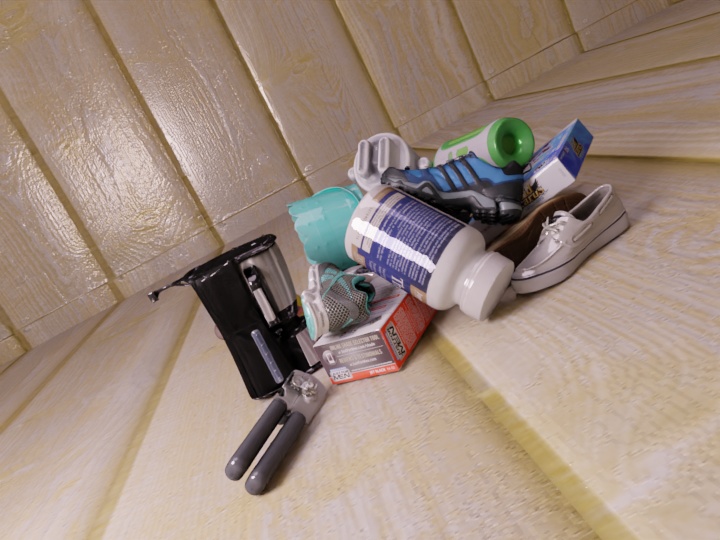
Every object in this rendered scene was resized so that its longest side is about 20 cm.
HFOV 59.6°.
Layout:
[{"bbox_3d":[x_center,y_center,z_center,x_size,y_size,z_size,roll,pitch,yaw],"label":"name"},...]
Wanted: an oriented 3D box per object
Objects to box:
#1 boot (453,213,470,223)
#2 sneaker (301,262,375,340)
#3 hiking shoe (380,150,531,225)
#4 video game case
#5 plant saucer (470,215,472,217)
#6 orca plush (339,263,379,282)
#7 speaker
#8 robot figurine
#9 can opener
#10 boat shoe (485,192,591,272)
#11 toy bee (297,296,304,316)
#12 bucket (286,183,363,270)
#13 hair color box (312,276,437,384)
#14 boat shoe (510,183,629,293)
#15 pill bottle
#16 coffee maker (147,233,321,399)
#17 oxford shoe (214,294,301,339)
[{"bbox_3d":[0.105,-0.067,1.005,0.189,0.068,0.200,-50,2,-30],"label":"boot"},{"bbox_3d":[-0.024,0.034,0.840,0.090,0.079,0.200,-12,18,3],"label":"sneaker"},{"bbox_3d":[0.127,-0.121,0.862,0.197,0.088,0.074,13,-12,7],"label":"hiking shoe"},{"bbox_3d":[0.254,-0.132,0.950,0.181,0.046,0.200,-41,4,37],"label":"video game case"},{"bbox_3d":[0.210,-0.060,1.039,0.198,0.032,0.200,-26,13,7],"label":"plant saucer"},{"bbox_3d":[0.000,0.000,1.004,0.199,0.105,0.072,-35,35,37],"label":"orca plush"},{"bbox_3d":[0.195,-0.188,1.025,0.088,0.089,0.200,-32,10,-18],"label":"speaker"},{"bbox_3d":[0.060,-0.178,1.157,0.167,0.115,0.200,1,-10,26],"label":"robot figurine"},{"bbox_3d":[-0.094,0.184,0.732,0.067,0.052,0.200,-59,-3,27],"label":"can opener"},{"bbox_3d":[0.229,-0.044,0.870,0.199,0.073,0.072,-36,16,-8],"label":"boat shoe"},{"bbox_3d":[-0.161,0.088,1.055,0.198,0.110,0.131,-22,17,22],"label":"toy bee"},{"bbox_3d":[-0.039,-0.053,1.151,0.133,0.209,0.207,-23,13,-4],"label":"bucket"},{"bbox_3d":[0.034,0.066,0.856,0.110,0.065,0.200,-18,15,34],"label":"hair color box"},{"bbox_3d":[0.263,-0.044,0.803,0.199,0.066,0.072,-32,15,-15],"label":"boat shoe"},{"bbox_3d":[0.087,-0.020,0.794,0.199,0.112,0.111,31,47,24],"label":"pill bottle"},{"bbox_3d":[-0.165,0.074,0.916,0.190,0.202,0.135,-19,13,20],"label":"coffee maker"},{"bbox_3d":[-0.205,0.091,1.182,0.198,0.072,0.073,-22,3,23],"label":"oxford shoe"}]
